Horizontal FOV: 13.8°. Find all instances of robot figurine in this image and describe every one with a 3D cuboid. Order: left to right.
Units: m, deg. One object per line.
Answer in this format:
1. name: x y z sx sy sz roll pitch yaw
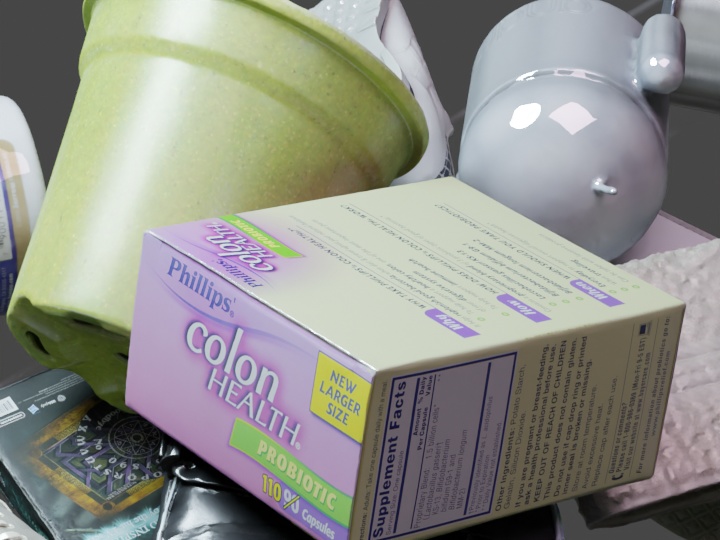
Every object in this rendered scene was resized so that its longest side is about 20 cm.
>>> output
1. robot figurine: 0.112 -0.074 1.627 0.113 0.170 0.200 39 27 -16

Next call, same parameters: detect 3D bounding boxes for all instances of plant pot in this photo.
1. plant pot: -0.090 -0.027 1.548 0.200 0.201 0.185 20 69 11

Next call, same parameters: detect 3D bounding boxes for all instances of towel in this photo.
1. towel: 0.181 0.049 1.539 0.199 0.035 0.133 -14 69 -19

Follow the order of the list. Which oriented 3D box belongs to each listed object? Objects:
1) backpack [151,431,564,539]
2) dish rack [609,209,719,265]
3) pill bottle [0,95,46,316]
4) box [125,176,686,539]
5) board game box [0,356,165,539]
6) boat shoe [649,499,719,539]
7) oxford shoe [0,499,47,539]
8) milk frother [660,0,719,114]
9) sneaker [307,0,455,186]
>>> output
1. backpack: 0.000 0.163 1.450 0.199 0.151 0.178 3 47 6
2. dish rack: 0.126 0.010 1.636 0.171 0.044 0.200 -28 35 -27
3. pill bottle: -0.274 -0.021 1.601 0.199 0.120 0.120 -10 50 -17
4. box: 0.021 0.041 1.425 0.199 0.097 0.176 -10 29 -40
5. board game box: -0.094 0.088 1.588 0.199 0.028 0.135 -22 55 -26
6. boat shoe: 0.222 0.111 1.584 0.199 0.075 0.062 14 37 9
7. oxford shoe: -0.192 0.144 1.506 0.075 0.058 0.200 -35 59 -29
8. milk frother: 0.281 -0.171 1.824 0.187 0.181 0.200 11 4 2
9. sneaker: 0.012 -0.107 1.759 0.080 0.076 0.200 43 20 -28
